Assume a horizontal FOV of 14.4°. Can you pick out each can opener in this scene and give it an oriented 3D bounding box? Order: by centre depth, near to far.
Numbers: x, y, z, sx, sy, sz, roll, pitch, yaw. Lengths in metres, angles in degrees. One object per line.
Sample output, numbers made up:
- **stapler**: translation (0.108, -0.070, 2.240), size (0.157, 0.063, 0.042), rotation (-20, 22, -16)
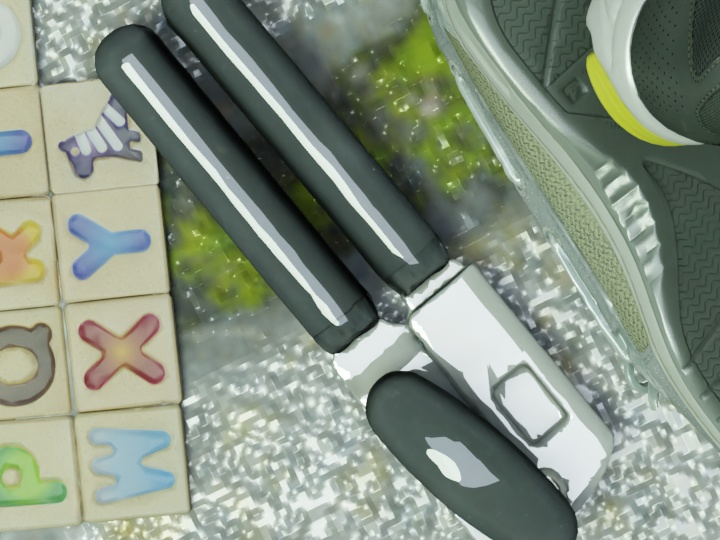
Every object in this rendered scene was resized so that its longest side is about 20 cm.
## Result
- **can opener**: translation (0.000, 0.000, 0.828), size (0.053, 0.067, 0.200), rotation (-40, 95, 3)

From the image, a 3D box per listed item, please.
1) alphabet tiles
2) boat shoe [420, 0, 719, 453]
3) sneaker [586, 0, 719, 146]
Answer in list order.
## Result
- **alphabet tiles**: translation (-0.143, -0.018, 0.863), size (0.166, 0.008, 0.201), rotation (-5, 93, 2)
- **boat shoe**: translation (0.087, -0.018, 0.834), size (0.074, 0.065, 0.202), rotation (-40, 97, -16)
- **sneaker**: translation (0.148, -0.103, 0.737), size (0.074, 0.085, 0.200), rotation (40, 90, -23)
